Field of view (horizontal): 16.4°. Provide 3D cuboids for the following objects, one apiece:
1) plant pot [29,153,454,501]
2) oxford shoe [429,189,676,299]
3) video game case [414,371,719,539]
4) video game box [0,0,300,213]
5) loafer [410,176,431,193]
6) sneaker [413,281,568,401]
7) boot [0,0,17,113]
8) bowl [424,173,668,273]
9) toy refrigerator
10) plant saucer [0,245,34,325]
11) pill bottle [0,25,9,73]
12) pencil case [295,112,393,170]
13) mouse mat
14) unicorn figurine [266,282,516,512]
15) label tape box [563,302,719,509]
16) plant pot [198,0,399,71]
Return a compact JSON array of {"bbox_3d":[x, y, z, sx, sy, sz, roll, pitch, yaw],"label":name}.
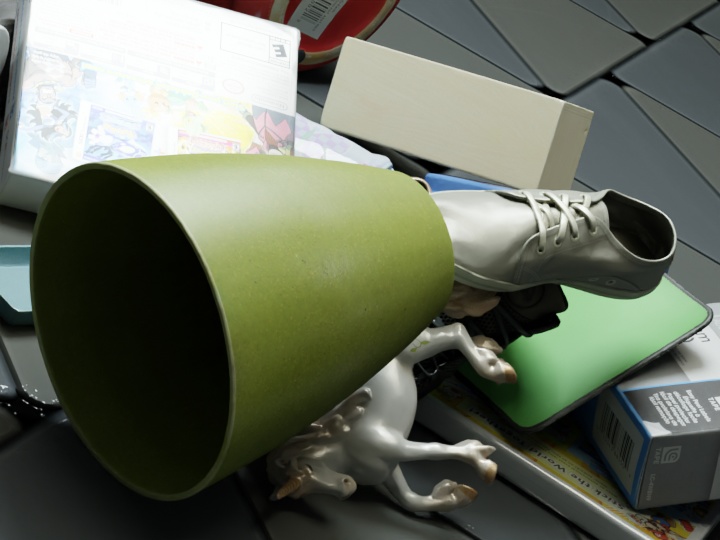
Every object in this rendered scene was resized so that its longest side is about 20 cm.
[{"bbox_3d":[-0.051,0.010,1.395,0.199,0.188,0.187,-18,46,-38],"label":"plant pot"},{"bbox_3d":[0.114,-0.025,1.539,0.199,0.058,0.075,7,52,-31],"label":"oxford shoe"},{"bbox_3d":[0.149,0.119,1.664,0.200,0.023,0.182,33,23,12],"label":"video game case"},{"bbox_3d":[-0.140,-0.106,1.685,0.199,0.047,0.183,14,53,-18],"label":"video game box"},{"bbox_3d":[0.000,0.000,1.658,0.072,0.063,0.200,34,34,-4],"label":"loafer"},{"bbox_3d":[0.054,0.033,1.573,0.199,0.114,0.076,-34,95,-41],"label":"sneaker"},{"bbox_3d":[-0.278,-0.173,1.794,0.131,0.070,0.200,27,11,9],"label":"boot"},{"bbox_3d":[0.136,-0.035,1.861,0.200,0.040,0.201,13,2,0],"label":"bowl"},{"bbox_3d":[0.076,-0.119,1.956,0.199,0.076,0.070,18,4,27],"label":"toy refrigerator"},{"bbox_3d":[-0.162,0.009,1.564,0.200,0.019,0.070,0,34,-50],"label":"plant saucer"},{"bbox_3d":[-0.337,-0.174,1.651,0.200,0.112,0.111,31,22,10],"label":"pill bottle"},{"bbox_3d":[-0.075,-0.089,1.790,0.200,0.083,0.091,31,38,10],"label":"pencil case"},{"bbox_3d":[0.120,0.024,1.673,0.161,0.008,0.200,-30,39,-16],"label":"mouse mat"},{"bbox_3d":[0.018,0.087,1.489,0.137,0.074,0.201,17,52,-11],"label":"unicorn figurine"},{"bbox_3d":[0.247,0.083,1.659,0.199,0.066,0.143,-6,34,-18],"label":"label tape box"},{"bbox_3d":[-0.064,-0.279,2.086,0.200,0.201,0.183,0,42,-48],"label":"plant pot"}]
